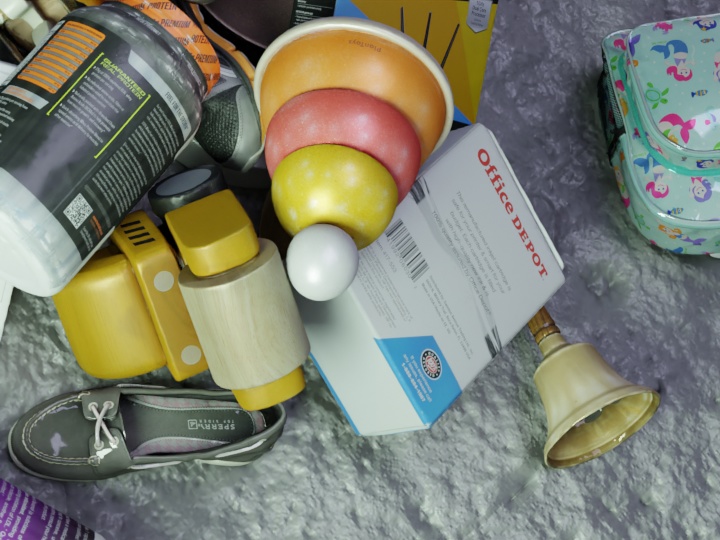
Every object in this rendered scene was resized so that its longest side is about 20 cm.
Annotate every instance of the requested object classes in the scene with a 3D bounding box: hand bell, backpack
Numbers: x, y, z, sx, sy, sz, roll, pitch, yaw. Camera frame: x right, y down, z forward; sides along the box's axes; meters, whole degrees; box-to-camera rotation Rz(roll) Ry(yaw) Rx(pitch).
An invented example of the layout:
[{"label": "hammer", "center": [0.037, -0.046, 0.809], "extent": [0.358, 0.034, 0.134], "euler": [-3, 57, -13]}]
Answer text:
[{"label": "hand bell", "center": [0.145, 0.047, 1.526], "extent": [0.103, 0.104, 0.201], "euler": [-12, 59, -33]}, {"label": "backpack", "center": [0.301, -0.121, 1.637], "extent": [0.176, 0.151, 0.202], "euler": [-8, 74, 0]}]

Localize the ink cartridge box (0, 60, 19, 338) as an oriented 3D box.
[{"label": "ink cartridge box", "center": [-0.309, -0.058, 1.330], "extent": [0.159, 0.047, 0.202], "euler": [14, 84, -22]}]

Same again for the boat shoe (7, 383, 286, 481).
[{"label": "boat shoe", "center": [-0.145, 0.107, 1.334], "extent": [0.199, 0.057, 0.067], "euler": [0, 66, -29]}]

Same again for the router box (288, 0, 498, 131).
[{"label": "router box", "center": [0.024, -0.174, 1.491], "extent": [0.199, 0.051, 0.151], "euler": [3, 98, -51]}]

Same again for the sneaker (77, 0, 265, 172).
[{"label": "sneaker", "center": [-0.142, -0.154, 1.406], "extent": [0.077, 0.078, 0.201], "euler": [-26, 77, -45]}]

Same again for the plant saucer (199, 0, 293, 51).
[{"label": "plant saucer", "center": [-0.069, -0.249, 1.526], "extent": [0.199, 0.037, 0.202], "euler": [13, 60, -24]}]

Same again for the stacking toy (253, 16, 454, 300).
[{"label": "stacking toy", "center": [-0.019, -0.061, 1.302], "extent": [0.145, 0.146, 0.201], "euler": [27, 48, -15]}]

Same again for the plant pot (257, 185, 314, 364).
[{"label": "plant pot", "center": [0.000, 0.000, 1.474], "extent": [0.199, 0.027, 0.202], "euler": [13, 65, -31]}]

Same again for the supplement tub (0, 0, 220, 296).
[{"label": "supplement tub", "center": [-0.191, -0.092, 1.291], "extent": [0.122, 0.122, 0.200], "euler": [41, 69, -5]}]

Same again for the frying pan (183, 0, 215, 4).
[{"label": "frying pan", "center": [-0.141, -0.223, 1.365], "extent": [0.114, 0.190, 0.031], "euler": [27, 100, -3]}]

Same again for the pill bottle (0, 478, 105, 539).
[{"label": "pill bottle", "center": [-0.236, 0.192, 1.206], "extent": [0.199, 0.112, 0.113], "euler": [32, 55, -11]}]

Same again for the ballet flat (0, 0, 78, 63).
[{"label": "ballet flat", "center": [-0.238, -0.181, 1.397], "extent": [0.200, 0.070, 0.071], "euler": [52, 52, -14]}]

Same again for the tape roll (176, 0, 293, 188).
[{"label": "tape roll", "center": [-0.094, -0.162, 1.512], "extent": [0.201, 0.037, 0.204], "euler": [13, 61, -24]}]

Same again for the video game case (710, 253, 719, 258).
[{"label": "video game case", "center": [0.395, -0.083, 1.755], "extent": [0.198, 0.023, 0.184], "euler": [9, 62, -24]}]

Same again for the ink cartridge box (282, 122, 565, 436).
[{"label": "ink cartridge box", "center": [0.046, 0.006, 1.420], "extent": [0.200, 0.086, 0.147], "euler": [-43, 110, -40]}]

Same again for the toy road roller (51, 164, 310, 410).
[{"label": "toy road roller", "center": [-0.131, 0.024, 1.310], "extent": [0.145, 0.200, 0.124], "euler": [-23, 113, -10]}]
